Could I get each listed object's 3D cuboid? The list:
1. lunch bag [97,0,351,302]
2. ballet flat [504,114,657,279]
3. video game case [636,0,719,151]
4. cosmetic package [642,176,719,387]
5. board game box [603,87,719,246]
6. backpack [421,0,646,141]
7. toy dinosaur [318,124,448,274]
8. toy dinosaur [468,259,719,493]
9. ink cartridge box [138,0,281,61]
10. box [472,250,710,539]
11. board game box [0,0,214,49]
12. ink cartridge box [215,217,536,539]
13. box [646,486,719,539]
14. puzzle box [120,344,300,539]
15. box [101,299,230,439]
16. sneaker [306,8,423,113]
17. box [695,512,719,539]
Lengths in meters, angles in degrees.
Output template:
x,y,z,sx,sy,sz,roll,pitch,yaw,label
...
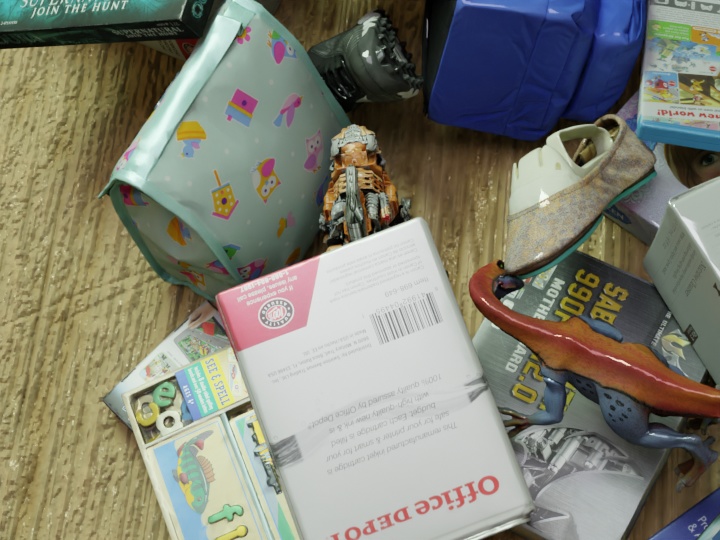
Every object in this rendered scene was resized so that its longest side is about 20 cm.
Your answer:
x,y,z,sx,sy,sz,roll,pitch,yaw,label
-0.098,-0.084,1.051,0.122,0.200,0.171,23,72,26,lunch bag
0.139,-0.058,0.985,0.068,0.200,0.067,-25,97,37,ballet flat
0.282,-0.165,1.071,0.142,0.018,0.201,9,54,4,video game case
0.274,0.041,0.939,0.081,0.113,0.201,-24,69,-8,cosmetic package
0.294,-0.084,1.078,0.199,0.041,0.200,37,76,22,board game box
0.132,-0.218,1.108,0.167,0.163,0.201,11,57,-8,backpack
0.000,0.000,1.035,0.102,0.136,0.201,12,68,14,toy dinosaur
0.159,0.049,0.932,0.181,0.200,0.105,39,56,-10,toy dinosaur
-0.172,-0.280,1.188,0.199,0.145,0.145,23,72,19,ink cartridge box
0.146,0.092,1.017,0.158,0.048,0.200,26,72,20,box
-0.179,-0.227,1.039,0.199,0.028,0.136,3,68,33,board game box
0.010,0.088,0.925,0.145,0.085,0.201,-20,81,-1,ink cartridge box
0.293,0.182,0.961,0.200,0.032,0.121,-34,65,-8,box
-0.074,0.147,1.001,0.133,0.025,0.201,-24,64,-3,puzzle box
-0.083,0.124,1.047,0.110,0.035,0.200,-43,66,-11,box
-0.005,-0.149,1.099,0.090,0.200,0.067,-32,103,8,sneaker
0.247,0.224,0.879,0.137,0.040,0.200,46,120,25,box
